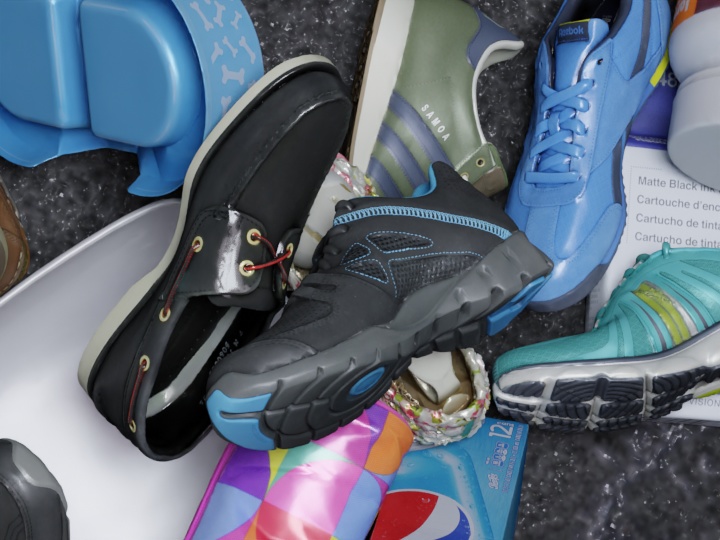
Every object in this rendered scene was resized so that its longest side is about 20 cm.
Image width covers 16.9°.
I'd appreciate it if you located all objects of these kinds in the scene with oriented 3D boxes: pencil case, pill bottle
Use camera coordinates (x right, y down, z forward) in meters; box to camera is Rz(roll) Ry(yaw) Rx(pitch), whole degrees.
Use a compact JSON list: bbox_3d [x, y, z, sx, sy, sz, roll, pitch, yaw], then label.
[{"bbox_3d":[-0.051,0.141,1.139,0.088,0.088,0.201,30,77,-9],"label":"pencil case"},{"bbox_3d":[0.224,-0.145,1.270,0.114,0.114,0.201,17,70,-11],"label":"pill bottle"}]

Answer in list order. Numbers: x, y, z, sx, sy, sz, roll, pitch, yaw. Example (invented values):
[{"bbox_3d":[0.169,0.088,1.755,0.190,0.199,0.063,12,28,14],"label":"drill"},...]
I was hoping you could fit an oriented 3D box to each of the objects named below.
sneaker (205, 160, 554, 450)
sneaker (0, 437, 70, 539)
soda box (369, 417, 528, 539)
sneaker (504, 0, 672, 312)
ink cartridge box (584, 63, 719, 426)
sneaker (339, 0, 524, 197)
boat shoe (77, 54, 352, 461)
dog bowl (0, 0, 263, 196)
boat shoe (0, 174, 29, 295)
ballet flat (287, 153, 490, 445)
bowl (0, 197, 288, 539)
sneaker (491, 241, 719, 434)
[{"bbox_3d":[-0.004,0.016,1.103,0.200,0.073,0.082,-27,72,-41],"label":"sneaker"},{"bbox_3d":[-0.201,0.158,1.121,0.075,0.200,0.079,44,33,11],"label":"sneaker"},{"bbox_3d":[0.035,0.150,1.170,0.064,0.200,0.068,9,122,7],"label":"soda box"},{"bbox_3d":[0.107,-0.077,1.249,0.066,0.078,0.201,5,63,30],"label":"sneaker"},{"bbox_3d":[0.221,-0.013,1.311,0.198,0.041,0.201,5,83,-12],"label":"ink cartridge box"},{"bbox_3d":[0.033,-0.047,1.255,0.089,0.067,0.201,13,79,-6],"label":"sneaker"},{"bbox_3d":[-0.056,-0.004,1.117,0.073,0.063,0.202,14,113,-49],"label":"boat shoe"},{"bbox_3d":[-0.123,-0.103,1.171,0.049,0.199,0.112,-20,114,-40],"label":"dog bowl"},{"bbox_3d":[-0.226,-0.072,1.156,0.072,0.068,0.201,-28,89,17],"label":"boat shoe"},{"bbox_3d":[0.000,0.000,1.181,0.076,0.064,0.200,-42,97,-12],"label":"ballet flat"},{"bbox_3d":[-0.110,0.088,1.208,0.199,0.075,0.200,-36,93,-14],"label":"bowl"},{"bbox_3d":[0.155,0.029,1.247,0.199,0.078,0.080,-16,69,-15],"label":"sneaker"}]
